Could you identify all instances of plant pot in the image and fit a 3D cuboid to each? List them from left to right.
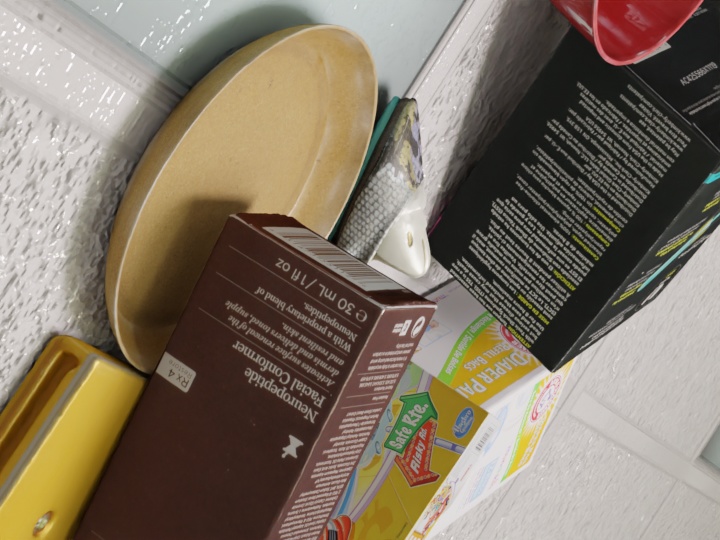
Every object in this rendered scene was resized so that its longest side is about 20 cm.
[{"bbox_3d":[-0.063,-0.039,0.935,0.200,0.027,0.200,-44,155,-27],"label":"plant pot"}]

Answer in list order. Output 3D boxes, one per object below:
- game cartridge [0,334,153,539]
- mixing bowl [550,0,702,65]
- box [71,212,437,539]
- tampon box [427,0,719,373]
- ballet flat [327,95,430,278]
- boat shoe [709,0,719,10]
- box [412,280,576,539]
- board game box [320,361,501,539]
[{"bbox_3d":[-0.154,0.130,0.969,0.176,0.032,0.200,-56,160,-3],"label":"game cartridge"},{"bbox_3d":[0.141,-0.223,1.004,0.200,0.108,0.200,-44,154,-29],"label":"mixing bowl"},{"bbox_3d":[-0.056,0.080,0.938,0.075,0.100,0.200,-1,119,-64],"label":"box"},{"bbox_3d":[0.165,-0.062,1.192,0.150,0.126,0.200,-28,158,-50],"label":"tampon box"},{"bbox_3d":[0.000,0.000,1.056,0.201,0.072,0.072,-60,158,8],"label":"ballet flat"},{"bbox_3d":[0.237,-0.169,1.344,0.201,0.074,0.063,13,73,-56],"label":"boat shoe"},{"bbox_3d":[0.044,0.097,1.236,0.200,0.101,0.113,-26,143,-52],"label":"box"},{"bbox_3d":[-0.028,0.134,1.092,0.200,0.134,0.034,-56,158,-3],"label":"board game box"}]
